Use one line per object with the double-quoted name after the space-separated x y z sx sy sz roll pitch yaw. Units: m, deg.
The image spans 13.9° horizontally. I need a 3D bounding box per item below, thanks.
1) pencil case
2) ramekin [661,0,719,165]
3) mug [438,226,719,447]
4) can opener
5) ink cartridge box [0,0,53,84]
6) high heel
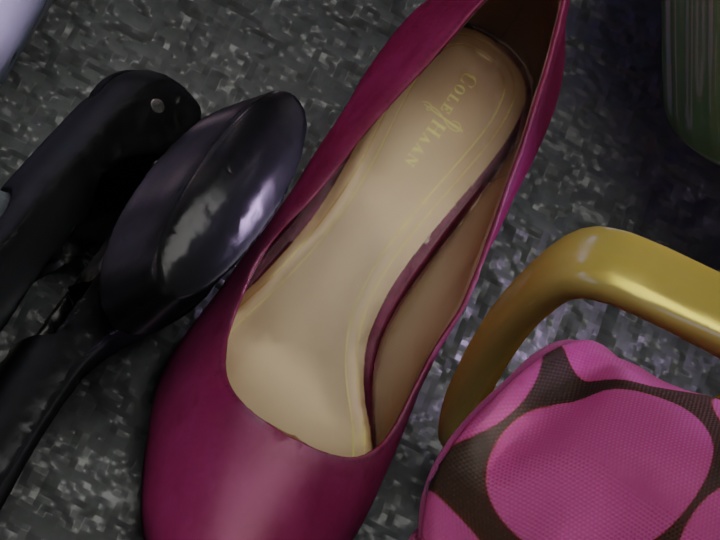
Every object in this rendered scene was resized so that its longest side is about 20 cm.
0.100 0.087 0.635 0.200 0.091 0.094 26 52 38 "pencil case"
0.180 -0.082 0.859 0.199 0.098 0.200 2 16 0 "ramekin"
0.126 0.072 0.748 0.186 0.153 0.150 4 56 -21 "mug"
-0.092 0.020 0.747 0.063 0.079 0.200 42 60 -3 "can opener"
-0.085 -0.108 0.746 0.047 0.200 0.160 31 51 -4 "ink cartridge box"
0.000 0.000 0.776 0.067 0.096 0.200 26 51 -7 "high heel"
